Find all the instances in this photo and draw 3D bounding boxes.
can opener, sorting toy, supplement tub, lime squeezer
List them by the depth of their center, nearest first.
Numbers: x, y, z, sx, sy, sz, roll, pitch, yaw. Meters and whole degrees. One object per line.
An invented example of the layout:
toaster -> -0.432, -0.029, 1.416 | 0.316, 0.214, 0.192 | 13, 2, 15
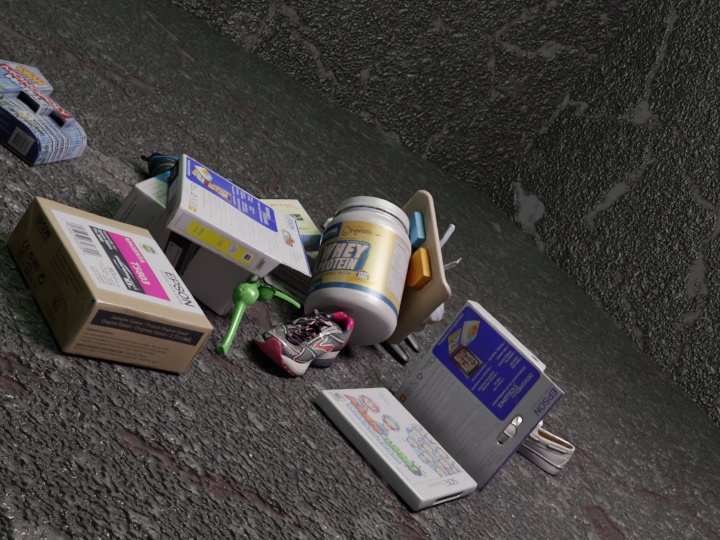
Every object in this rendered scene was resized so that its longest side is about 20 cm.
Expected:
lime squeezer -> -0.134, 0.045, 1.251 | 0.071, 0.038, 0.200 | 65, 29, -4
supplement tub -> 0.000, 0.000, 1.460 | 0.145, 0.145, 0.200 | 30, 55, -26
sorting toy -> 0.072, -0.005, 1.537 | 0.036, 0.185, 0.200 | 9, 54, -28
can opener -> 0.034, 0.077, 1.619 | 0.200, 0.063, 0.079 | 45, 16, 28

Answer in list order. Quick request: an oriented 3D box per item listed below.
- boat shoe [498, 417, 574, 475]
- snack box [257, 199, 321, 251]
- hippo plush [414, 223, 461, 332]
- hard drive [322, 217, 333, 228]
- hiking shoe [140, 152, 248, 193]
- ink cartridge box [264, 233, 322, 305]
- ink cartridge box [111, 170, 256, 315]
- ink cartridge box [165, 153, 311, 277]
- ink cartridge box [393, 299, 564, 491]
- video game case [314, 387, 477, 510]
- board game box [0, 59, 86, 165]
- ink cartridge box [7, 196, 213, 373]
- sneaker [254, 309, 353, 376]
boat shoe -> 0.278, 0.268, 1.587 | 0.200, 0.070, 0.071 | 35, 15, -8
snack box -> -0.174, -0.072, 1.489 | 0.200, 0.037, 0.116 | -1, 33, -26
hippo plush -> 0.066, 0.020, 1.703 | 0.161, 0.200, 0.159 | 10, 55, -26
hard drive -> 0.019, -0.047, 2.027 | 0.200, 0.027, 0.132 | 40, 15, 8
hiking shoe -> -0.270, -0.151, 1.586 | 0.200, 0.074, 0.087 | 24, 21, -41
ink cartridge box -> -0.099, -0.016, 1.587 | 0.116, 0.067, 0.200 | 32, 16, -16
ink cartridge box -> -0.234, -0.042, 1.321 | 0.200, 0.084, 0.145 | 37, 16, -2
ink cartridge box -> -0.171, -0.065, 1.292 | 0.200, 0.047, 0.198 | 32, 16, -22
ink cartridge box -> 0.173, 0.181, 1.365 | 0.200, 0.198, 0.043 | 46, 20, 27
video game case -> 0.051, 0.234, 1.263 | 0.200, 0.024, 0.182 | 44, 16, 25
board game box -> -0.498, -0.245, 1.376 | 0.200, 0.062, 0.200 | 37, 16, -1
ink cartridge box -> -0.284, 0.016, 1.057 | 0.165, 0.075, 0.200 | 18, 24, -49
sneaker -> -0.078, 0.091, 1.301 | 0.081, 0.075, 0.200 | 41, 16, 15
